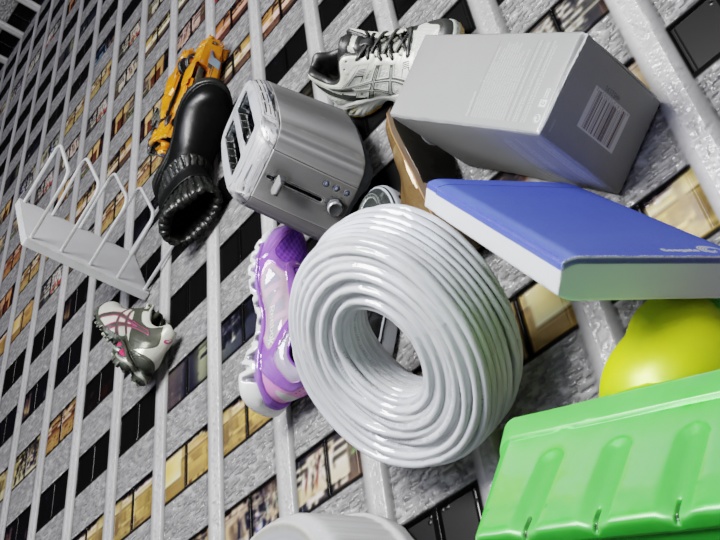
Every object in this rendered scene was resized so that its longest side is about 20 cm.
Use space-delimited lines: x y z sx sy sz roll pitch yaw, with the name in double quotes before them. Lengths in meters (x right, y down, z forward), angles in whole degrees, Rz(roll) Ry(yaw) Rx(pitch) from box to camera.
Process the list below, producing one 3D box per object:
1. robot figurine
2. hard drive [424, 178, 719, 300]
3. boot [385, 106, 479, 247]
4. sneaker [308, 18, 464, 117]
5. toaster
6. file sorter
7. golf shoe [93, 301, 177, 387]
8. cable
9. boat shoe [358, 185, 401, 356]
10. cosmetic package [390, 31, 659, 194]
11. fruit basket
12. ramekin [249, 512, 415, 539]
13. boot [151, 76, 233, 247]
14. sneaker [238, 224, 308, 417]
"robot figurine" -0.275 -0.266 1.388 0.144 0.058 0.204 -6 64 52
"hard drive" 0.139 -0.027 0.583 0.200 0.129 0.026 -134 47 -65
"boot" 0.052 -0.077 0.820 0.076 0.073 0.202 -53 37 33
"sneaker" 0.020 -0.222 0.933 0.198 0.087 0.077 -16 55 47
"toaster" -0.073 -0.126 0.942 0.115 0.127 0.201 -57 27 25
"file sorter" -0.383 -0.076 1.291 0.126 0.198 0.139 -55 35 9
"golf shoe" -0.309 0.085 1.219 0.088 0.077 0.200 -44 36 -6
"cable" 0.027 0.054 0.674 0.198 0.203 0.069 -13 15 46
"boat shoe" -0.002 0.001 0.837 0.073 0.067 0.203 -16 56 48
"cosmetic package" 0.126 -0.132 0.717 0.199 0.106 0.092 28 92 54
"fruit basket" 0.181 0.111 0.492 0.213 0.157 0.216 -29 6 3
"ramekin" -0.038 0.287 0.685 0.201 0.093 0.206 -32 46 40
"boot" -0.227 -0.152 1.228 0.214 0.078 0.158 -66 25 18
"sneaker" -0.066 0.045 0.899 0.087 0.080 0.204 -19 59 38
